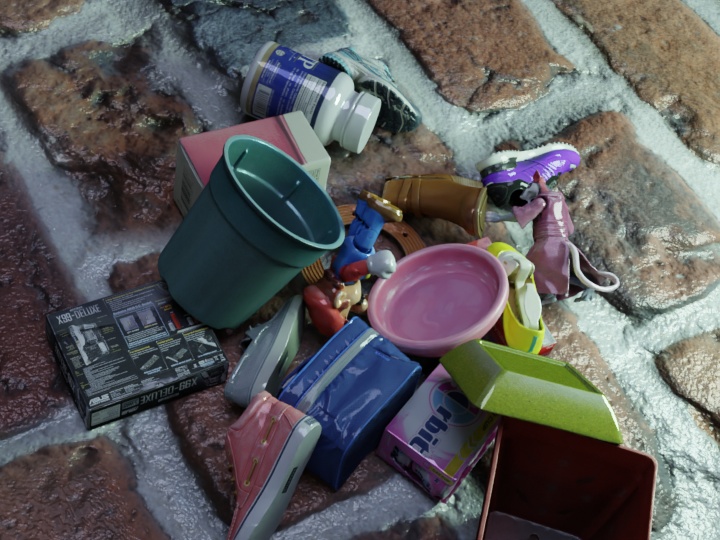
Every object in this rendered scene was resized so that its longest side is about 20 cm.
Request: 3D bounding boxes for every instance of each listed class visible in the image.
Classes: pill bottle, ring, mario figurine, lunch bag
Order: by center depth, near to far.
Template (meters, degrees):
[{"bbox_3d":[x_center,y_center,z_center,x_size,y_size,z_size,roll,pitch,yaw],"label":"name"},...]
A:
[{"bbox_3d":[-0.031,0.168,1.601,0.132,0.137,0.200,35,54,16],"label":"lunch bag"},{"bbox_3d":[0.000,0.000,1.709,0.105,0.202,0.123,29,8,12],"label":"mario figurine"},{"bbox_3d":[0.004,-0.014,1.828,0.197,0.019,0.203,6,52,-7],"label":"ring"},{"bbox_3d":[-0.075,-0.261,1.937,0.198,0.120,0.120,24,51,6],"label":"pill bottle"}]

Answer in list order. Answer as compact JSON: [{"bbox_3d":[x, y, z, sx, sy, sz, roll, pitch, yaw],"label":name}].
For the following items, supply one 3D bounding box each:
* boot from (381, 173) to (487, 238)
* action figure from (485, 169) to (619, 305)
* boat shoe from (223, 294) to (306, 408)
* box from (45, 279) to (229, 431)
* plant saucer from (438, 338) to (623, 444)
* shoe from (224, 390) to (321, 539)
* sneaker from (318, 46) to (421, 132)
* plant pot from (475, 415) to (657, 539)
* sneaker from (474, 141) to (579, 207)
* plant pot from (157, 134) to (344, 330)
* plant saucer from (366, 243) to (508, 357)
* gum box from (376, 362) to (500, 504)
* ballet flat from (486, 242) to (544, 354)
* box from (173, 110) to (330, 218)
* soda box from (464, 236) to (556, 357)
[{"bbox_3d":[0.106,-0.097,1.849,0.152,0.075,0.200,5,13,-1],"label":"boot"},{"bbox_3d":[0.275,-0.052,1.833,0.132,0.148,0.203,1,78,-34],"label":"action figure"},{"bbox_3d":[-0.127,0.101,1.672,0.070,0.071,0.202,12,44,12],"label":"boat shoe"},{"bbox_3d":[-0.294,0.103,1.646,0.198,0.050,0.159,-19,59,-25],"label":"box"},{"bbox_3d":[0.215,0.141,1.570,0.197,0.049,0.200,15,10,-13],"label":"plant saucer"},{"bbox_3d":[-0.129,0.249,1.512,0.090,0.071,0.202,29,95,21],"label":"shoe"},{"bbox_3d":[0.028,-0.302,2.023,0.199,0.078,0.086,38,50,16],"label":"sneaker"},{"bbox_3d":[0.226,0.323,1.515,0.197,0.177,0.202,18,50,0],"label":"plant pot"},{"bbox_3d":[0.270,-0.137,1.960,0.198,0.069,0.101,-11,76,-33],"label":"sneaker"},{"bbox_3d":[-0.157,-0.040,1.667,0.199,0.196,0.201,35,26,-20],"label":"plant pot"},{"bbox_3d":[0.109,0.047,1.721,0.197,0.051,0.202,-12,41,10],"label":"plant saucer"},{"bbox_3d":[0.118,0.201,1.654,0.113,0.067,0.200,34,52,15],"label":"gum box"},{"bbox_3d":[0.220,0.026,1.733,0.066,0.067,0.202,4,51,-14],"label":"ballet flat"},{"bbox_3d":[-0.159,-0.132,1.811,0.198,0.129,0.110,-16,56,-25],"label":"box"},{"bbox_3d":[0.196,0.052,1.792,0.069,0.064,0.201,-17,59,-24],"label":"soda box"}]
